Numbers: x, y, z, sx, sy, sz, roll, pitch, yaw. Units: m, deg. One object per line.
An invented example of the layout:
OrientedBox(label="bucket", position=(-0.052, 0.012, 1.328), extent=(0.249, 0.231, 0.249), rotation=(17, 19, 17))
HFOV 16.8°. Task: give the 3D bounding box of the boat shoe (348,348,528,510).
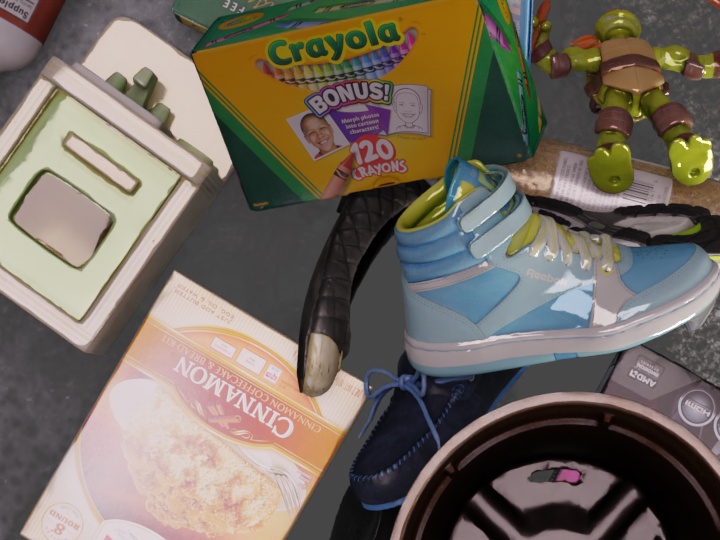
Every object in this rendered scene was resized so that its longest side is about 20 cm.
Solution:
OrientedBox(label="boat shoe", position=(0.043, 0.073, 1.570), extent=(0.084, 0.200, 0.069), rotation=(-7, 121, 34))

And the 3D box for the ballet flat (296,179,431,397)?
OrientedBox(label="ballet flat", position=(0.000, 0.000, 1.580), extent=(0.057, 0.067, 0.200), rotation=(20, 53, 0))

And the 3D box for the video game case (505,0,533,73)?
OrientedBox(label="video game case", position=(0.039, -0.187, 1.550), extent=(0.143, 0.018, 0.201), rotation=(8, 120, 13))

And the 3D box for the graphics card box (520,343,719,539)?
OrientedBox(label="graphics card box", position=(0.170, 0.158, 1.493), extent=(0.125, 0.051, 0.200), rotation=(29, 85, 4))

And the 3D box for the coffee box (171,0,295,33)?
OrientedBox(label="coffee box", position=(-0.031, -0.233, 1.645), extent=(0.123, 0.044, 0.200), rotation=(25, 86, 2))

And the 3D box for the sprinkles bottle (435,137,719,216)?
OrientedBox(label="sprinkles bottle", position=(0.150, -0.048, 1.617), extent=(0.199, 0.068, 0.068), rotation=(14, 87, 2))

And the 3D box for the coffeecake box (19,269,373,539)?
OrientedBox(label="coffeecake box", position=(-0.106, 0.125, 1.608), extent=(0.153, 0.073, 0.200), rotation=(30, 87, 1))

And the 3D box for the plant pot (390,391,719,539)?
OrientedBox(label="plant pot", position=(0.115, 0.172, 1.369), extent=(0.200, 0.198, 0.201), rotation=(0, 85, 2))

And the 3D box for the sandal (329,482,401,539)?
OrientedBox(label="sandal", position=(-0.028, 0.230, 1.597), extent=(0.048, 0.075, 0.201), rotation=(19, 82, -28))

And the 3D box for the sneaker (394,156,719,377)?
OrientedBox(label="sneaker", position=(0.113, -0.016, 1.480), extent=(0.199, 0.080, 0.131), rotation=(-13, 111, 3))

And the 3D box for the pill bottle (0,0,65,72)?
OrientedBox(label="pill bottle", position=(-0.245, -0.205, 1.614), extent=(0.112, 0.112, 0.200), rotation=(26, 88, 3))

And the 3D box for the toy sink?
OrientedBox(label="toy sink", position=(-0.170, -0.062, 1.602), extent=(0.130, 0.112, 0.200), rotation=(36, 88, 3))

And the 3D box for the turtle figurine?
OrientedBox(label="turtle figurine", position=(0.169, -0.122, 1.606), extent=(0.199, 0.065, 0.162), rotation=(4, 46, -10))

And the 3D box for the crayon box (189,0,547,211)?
OrientedBox(label="crayon box", position=(0.006, -0.117, 1.554), extent=(0.199, 0.058, 0.119), rotation=(-10, 116, 22))

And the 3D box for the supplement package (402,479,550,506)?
OrientedBox(label="supplement package", position=(0.130, 0.195, 1.575), extent=(0.199, 0.120, 0.122), rotation=(-4, 84, 1))

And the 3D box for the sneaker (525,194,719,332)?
OrientedBox(label="sneaker", position=(0.139, 0.003, 1.568), extent=(0.199, 0.074, 0.081), rotation=(5, 119, 8))
